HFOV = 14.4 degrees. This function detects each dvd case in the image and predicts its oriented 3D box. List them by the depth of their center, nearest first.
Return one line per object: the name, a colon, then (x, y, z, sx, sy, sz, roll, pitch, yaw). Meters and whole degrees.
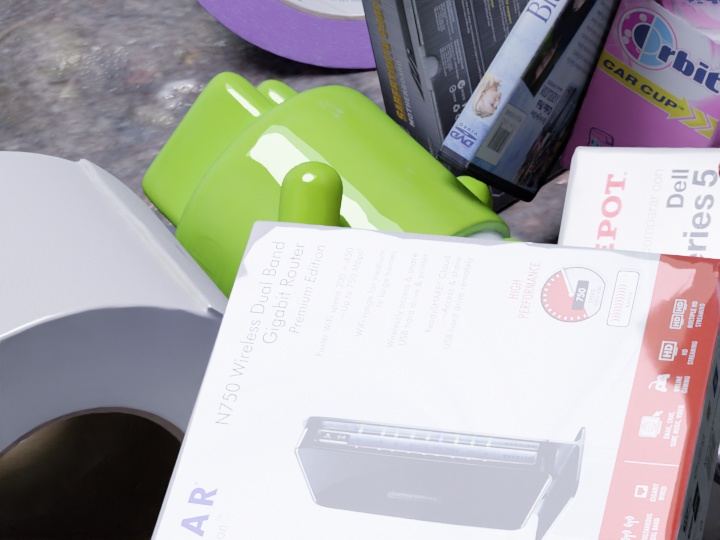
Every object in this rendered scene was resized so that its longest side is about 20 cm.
dvd case: (0.106, -0.124, 1.261, 0.018, 0.143, 0.200, 32, 94, 15)

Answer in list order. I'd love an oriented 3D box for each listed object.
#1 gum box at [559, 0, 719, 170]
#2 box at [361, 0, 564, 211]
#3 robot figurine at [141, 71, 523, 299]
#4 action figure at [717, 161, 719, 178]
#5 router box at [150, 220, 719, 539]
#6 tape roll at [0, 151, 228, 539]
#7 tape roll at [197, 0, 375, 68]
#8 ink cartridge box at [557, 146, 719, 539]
gum box: (0.185, -0.120, 1.339, 0.066, 0.114, 0.200, 34, 47, 16)
box: (0.078, -0.140, 1.359, 0.158, 0.200, 0.048, -33, 42, -22)
robot figurine: (0.000, 0.000, 1.240, 0.200, 0.175, 0.116, 43, 105, 21)
action figure: (0.174, -0.037, 1.115, 0.065, 0.052, 0.200, -6, 56, 23)
router box: (0.027, 0.081, 0.986, 0.179, 0.049, 0.200, 5, 54, 16)
tape roll: (-0.135, 0.070, 1.154, 0.203, 0.203, 0.139, -26, 36, -14)
tape roll: (-0.004, -0.205, 1.477, 0.200, 0.200, 0.066, -8, 36, 10)
ink cartridge box: (0.178, 0.031, 1.153, 0.200, 0.084, 0.146, 1, 62, 21)
